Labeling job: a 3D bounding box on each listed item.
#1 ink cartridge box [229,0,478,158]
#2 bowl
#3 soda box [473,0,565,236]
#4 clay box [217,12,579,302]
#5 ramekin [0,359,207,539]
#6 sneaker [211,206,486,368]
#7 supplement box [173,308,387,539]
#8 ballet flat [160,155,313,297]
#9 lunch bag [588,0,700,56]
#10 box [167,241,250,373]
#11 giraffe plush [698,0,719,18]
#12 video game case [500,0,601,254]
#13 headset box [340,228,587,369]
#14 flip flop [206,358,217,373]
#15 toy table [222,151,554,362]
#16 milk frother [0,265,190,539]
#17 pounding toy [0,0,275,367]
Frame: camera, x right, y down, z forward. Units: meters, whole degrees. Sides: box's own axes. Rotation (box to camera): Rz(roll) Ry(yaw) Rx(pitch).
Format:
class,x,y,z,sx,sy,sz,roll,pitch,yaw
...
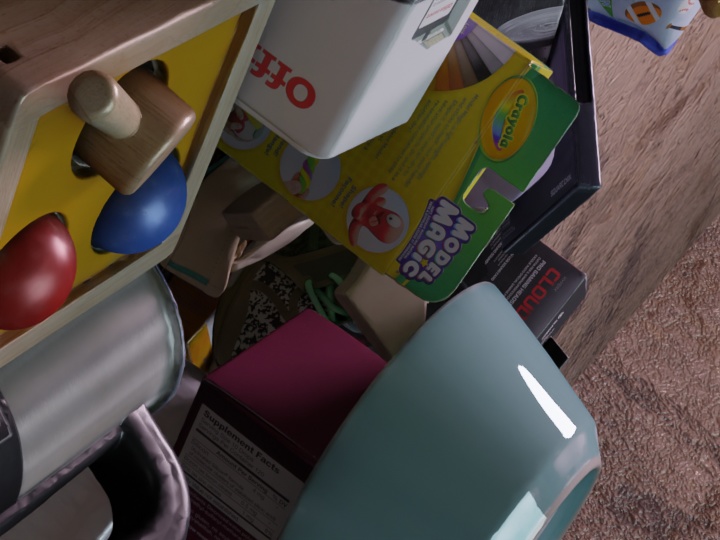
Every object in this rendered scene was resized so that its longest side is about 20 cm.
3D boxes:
class,x,y,z,sx,sy,sz,roll,pitch,yaw
ink cartridge box,-0.009,-0.168,0.746,0.084,0.146,0.200,-30,155,-58
bowl,0.052,0.118,0.990,0.201,0.105,0.201,-49,164,-19
soda box,0.071,-0.119,1.180,0.063,0.071,0.200,-103,-159,-49
clay box,-0.007,-0.085,0.843,0.115,0.200,0.048,-55,167,11
ramekin,-0.156,0.129,1.111,0.201,0.098,0.201,-49,165,-17
sneaker,0.000,0.000,1.093,0.200,0.089,0.077,-41,128,-9
supplement box,-0.058,0.136,1.051,0.110,0.086,0.200,-32,153,-54
ballet flat,-0.039,-0.061,1.088,0.200,0.069,0.070,-47,165,-24
lunch bag,0.232,-0.281,1.330,0.200,0.124,0.170,-60,174,-39
box,-0.055,-0.017,1.203,0.200,0.041,0.119,-51,167,-17
giraffe plush,0.198,-0.243,1.126,0.173,0.200,0.162,-53,167,-2
video game case,0.114,-0.126,1.195,0.143,0.019,0.201,132,-43,-69
headset box,0.049,0.020,1.297,0.149,0.200,0.077,-50,167,-6
flip flop,-0.041,0.039,1.181,0.200,0.058,0.081,-61,166,25
toy table,0.005,-0.057,0.970,0.117,0.184,0.200,-41,-175,-16
milk frother,-0.199,0.089,0.849,0.200,0.181,0.188,-7,-160,39
pounding toy,-0.115,-0.057,0.678,0.184,0.142,0.200,-37,160,-49
